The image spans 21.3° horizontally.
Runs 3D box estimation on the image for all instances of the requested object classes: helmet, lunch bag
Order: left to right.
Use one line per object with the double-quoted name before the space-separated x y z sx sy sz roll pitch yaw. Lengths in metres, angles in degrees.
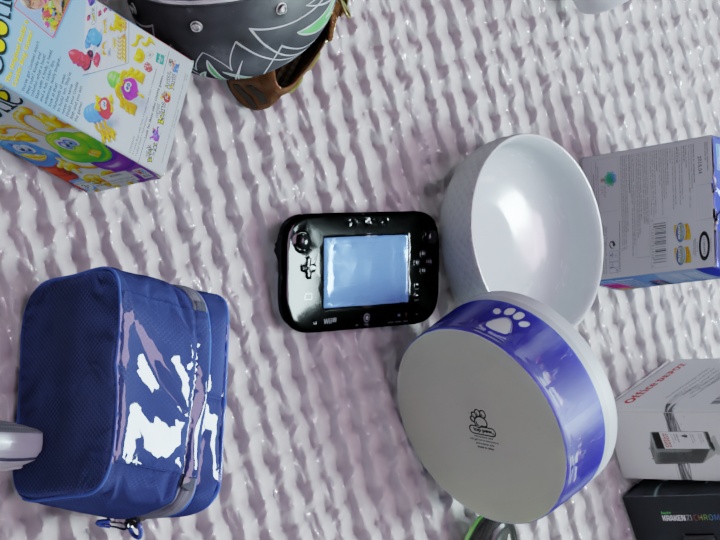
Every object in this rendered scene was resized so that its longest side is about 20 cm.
"lunch bag" -0.176 0.105 1.480 0.132 0.135 0.202 13 75 -43
"helmet" -0.105 -0.252 1.567 0.199 0.199 0.193 -1 94 -45

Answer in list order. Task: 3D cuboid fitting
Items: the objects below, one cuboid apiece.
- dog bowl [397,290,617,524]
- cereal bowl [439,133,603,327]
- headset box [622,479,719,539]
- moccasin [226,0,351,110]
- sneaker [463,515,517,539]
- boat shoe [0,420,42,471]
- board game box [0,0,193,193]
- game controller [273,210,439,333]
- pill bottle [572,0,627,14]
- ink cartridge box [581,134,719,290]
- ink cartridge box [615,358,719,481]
"dog bowl" 0.131 0.125 1.740 0.079 0.199 0.202 -32 106 -40
"cereal bowl" 0.144 -0.029 1.859 0.199 0.083 0.202 9 77 -44
"headset box" 0.398 0.238 2.009 0.199 0.173 0.094 -30 105 -44
"moccasin" -0.048 -0.230 1.698 0.074 0.077 0.202 52 52 -26
"sneaker" 0.140 0.325 1.801 0.076 0.083 0.202 1 84 -45
"boat shoe" -0.325 0.141 1.384 0.199 0.073 0.067 4 96 -35
"board game box" -0.243 -0.152 1.473 0.199 0.102 0.106 30 64 -39
"game controller" 0.000 0.000 1.739 0.199 0.042 0.105 -3 86 -45
"pill bottle" 0.214 -0.369 1.958 0.201 0.113 0.114 54 51 -25
"ink cartridge box" 0.326 -0.058 1.962 0.076 0.199 0.138 8 79 -44
"ink cartridge box" 0.377 0.152 1.985 0.146 0.199 0.084 -29 107 -43
